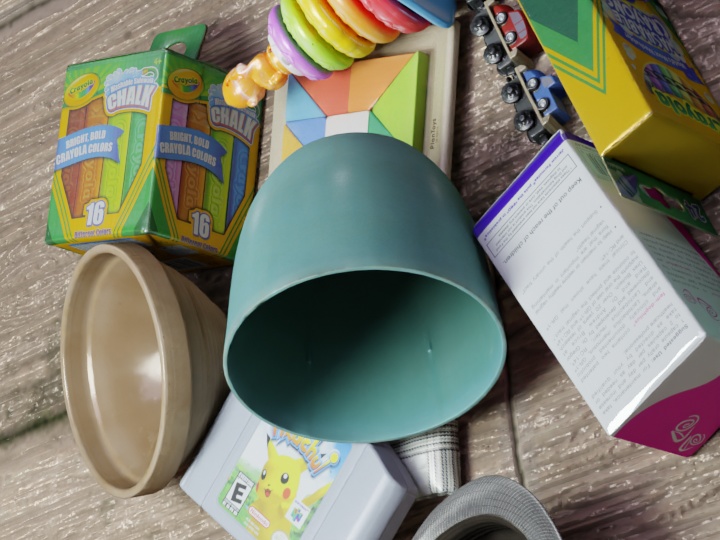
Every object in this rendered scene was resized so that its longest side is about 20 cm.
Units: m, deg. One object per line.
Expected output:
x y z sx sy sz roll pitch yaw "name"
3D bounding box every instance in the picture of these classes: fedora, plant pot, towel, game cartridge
0.103 0.243 1.597 0.201 0.090 0.177 -57 46 22 "fedora"
-0.161 0.077 1.863 0.200 0.092 0.203 11 103 58 "plant pot"
0.000 0.000 1.669 0.200 0.200 0.162 -32 43 31 "plant pot"
-0.010 0.096 1.781 0.199 0.034 0.194 -18 66 38 "towel"
-0.047 0.155 1.754 0.200 0.040 0.134 35 95 43 "game cartridge"

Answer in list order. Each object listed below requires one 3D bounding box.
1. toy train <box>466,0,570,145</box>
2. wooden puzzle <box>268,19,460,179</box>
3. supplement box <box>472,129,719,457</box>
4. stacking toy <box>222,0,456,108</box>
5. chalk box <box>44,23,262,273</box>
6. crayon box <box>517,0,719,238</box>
0.114 -0.174 1.753 0.046 0.034 0.201 -32 56 17 "toy train"
-0.006 -0.097 1.833 0.199 0.037 0.187 -8 73 41 "wooden puzzle"
0.181 0.016 1.587 0.103 0.101 0.201 -49 50 20 "supplement box"
-0.032 -0.190 1.811 0.200 0.109 0.117 -39 52 22 "stacking toy"
-0.167 -0.109 1.922 0.124 0.124 0.202 -7 73 40 "chalk box"
0.191 -0.127 1.604 0.052 0.125 0.201 -40 55 25 "crayon box"
